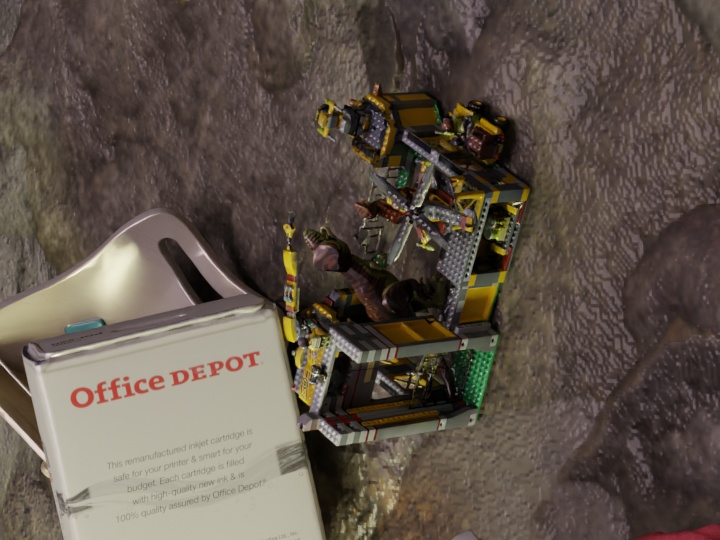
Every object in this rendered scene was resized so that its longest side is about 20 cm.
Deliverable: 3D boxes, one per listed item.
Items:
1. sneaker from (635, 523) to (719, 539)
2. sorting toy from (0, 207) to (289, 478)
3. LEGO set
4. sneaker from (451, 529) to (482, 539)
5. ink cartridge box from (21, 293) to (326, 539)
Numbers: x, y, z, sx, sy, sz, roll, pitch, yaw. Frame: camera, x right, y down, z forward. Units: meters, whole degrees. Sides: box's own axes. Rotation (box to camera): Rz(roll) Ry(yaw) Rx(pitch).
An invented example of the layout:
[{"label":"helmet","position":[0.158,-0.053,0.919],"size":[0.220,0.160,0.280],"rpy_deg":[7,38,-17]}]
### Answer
[{"label":"sneaker","position":[0.138,0.175,1.188],"size":[0.074,0.087,0.200],"rpy_deg":[45,157,-1]},{"label":"sorting toy","position":[-0.130,0.062,1.487],"size":[0.200,0.107,0.180],"rpy_deg":[45,115,15]},{"label":"LEGO set","position":[0.000,0.000,1.289],"size":[0.154,0.116,0.200],"rpy_deg":[46,128,38]},{"label":"sneaker","position":[0.056,0.226,1.150],"size":[0.075,0.105,0.200],"rpy_deg":[44,160,59]},{"label":"ink cartridge box","position":[-0.105,0.125,1.386],"size":[0.085,0.146,0.200],"rpy_deg":[-157,55,-75]}]
